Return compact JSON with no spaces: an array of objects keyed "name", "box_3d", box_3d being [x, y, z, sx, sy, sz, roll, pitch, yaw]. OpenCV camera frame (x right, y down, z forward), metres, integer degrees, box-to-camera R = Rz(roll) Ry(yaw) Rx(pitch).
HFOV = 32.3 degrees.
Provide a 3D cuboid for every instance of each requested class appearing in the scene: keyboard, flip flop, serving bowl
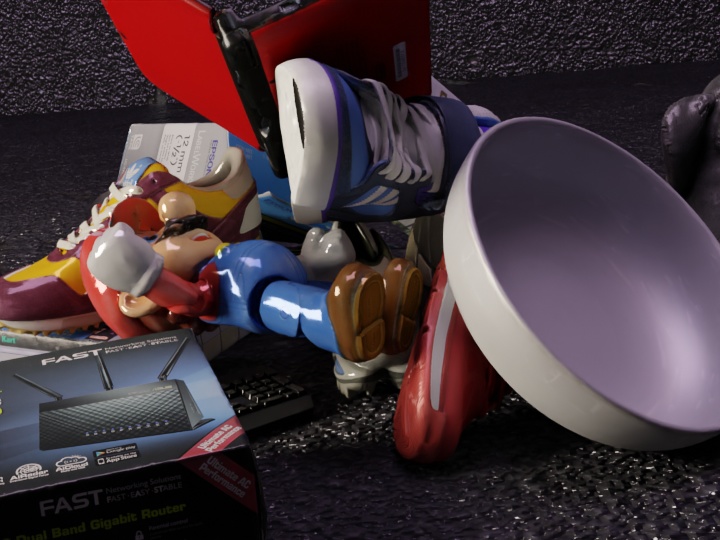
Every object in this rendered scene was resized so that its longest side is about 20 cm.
[{"name":"keyboard","box_3d":[-0.135,0.086,0.727,0.199,0.021,0.127,-14,16,-36]},{"name":"flip flop","box_3d":[0.098,0.008,0.868,0.057,0.082,0.199,7,5,-39]},{"name":"serving bowl","box_3d":[0.121,0.015,0.672,0.199,0.201,0.066,-19,-21,-47]}]

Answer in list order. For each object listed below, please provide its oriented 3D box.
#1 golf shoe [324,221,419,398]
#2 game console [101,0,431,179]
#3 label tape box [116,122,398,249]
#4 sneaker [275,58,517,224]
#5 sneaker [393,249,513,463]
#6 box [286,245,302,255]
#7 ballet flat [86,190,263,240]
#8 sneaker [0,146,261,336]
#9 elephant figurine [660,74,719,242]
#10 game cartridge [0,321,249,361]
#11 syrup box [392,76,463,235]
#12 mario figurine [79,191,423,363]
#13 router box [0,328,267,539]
[{"name":"golf shoe","box_3d":[0.000,0.000,0.825,0.078,0.098,0.200,-11,22,-11]},{"name":"game console","box_3d":[-0.056,-0.148,0.753,0.171,0.119,0.200,-26,-15,-3]},{"name":"label tape box","box_3d":[-0.079,-0.067,0.990,0.143,0.067,0.199,19,-11,-43]},{"name":"sneaker","box_3d":[0.029,-0.075,0.702,0.145,0.081,0.200,-8,-9,-4]},{"name":"sneaker","box_3d":[0.089,0.044,0.707,0.114,0.079,0.201,17,38,2]},{"name":"box","box_3d":[-0.095,0.014,0.978,0.198,0.036,0.143,-7,14,-5]},{"name":"ballet flat","box_3d":[-0.160,-0.023,0.945,0.199,0.068,0.064,6,26,38]},{"name":"sneaker","box_3d":[-0.154,-0.024,0.793,0.199,0.091,0.075,-19,23,-35]},{"name":"elephant figurine","box_3d":[0.264,-0.077,0.876,0.140,0.202,0.155,-9,14,-21]},{"name":"game cartridge","box_3d":[-0.176,0.033,0.826,0.198,0.039,0.129,4,17,27]},{"name":"syrup box","box_3d":[0.010,-0.112,0.924,0.078,0.199,0.082,-24,41,43]},{"name":"mario figurine","box_3d":[-0.070,-0.008,0.688,0.198,0.124,0.107,8,61,25]},{"name":"router box","box_3d":[-0.155,0.094,0.577,0.198,0.063,0.150,-9,19,-16]}]
